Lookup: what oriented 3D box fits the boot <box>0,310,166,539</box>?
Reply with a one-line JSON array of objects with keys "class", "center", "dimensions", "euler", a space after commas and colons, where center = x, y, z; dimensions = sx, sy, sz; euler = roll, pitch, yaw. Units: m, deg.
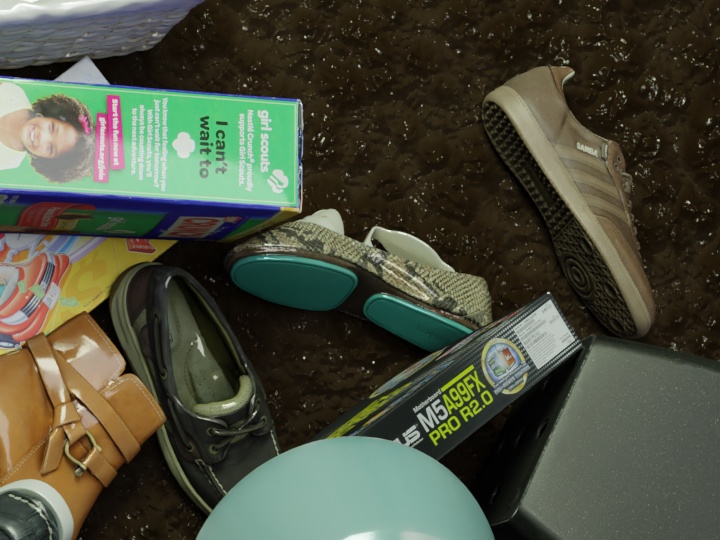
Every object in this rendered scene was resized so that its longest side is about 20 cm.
[{"class": "boot", "center": [-0.186, 0.140, 1.508], "dimensions": [0.155, 0.077, 0.201], "euler": [-36, 99, -24]}]

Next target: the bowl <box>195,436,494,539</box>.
[{"class": "bowl", "center": [0.003, 0.205, 1.346], "dimensions": [0.199, 0.105, 0.203], "euler": [-3, 102, -16]}]

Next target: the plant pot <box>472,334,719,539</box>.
[{"class": "plant pot", "center": [0.180, 0.151, 1.564], "dimensions": [0.176, 0.200, 0.201], "euler": [29, 73, -8]}]

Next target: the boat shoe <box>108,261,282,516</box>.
[{"class": "boat shoe", "center": [-0.097, 0.087, 1.541], "dimensions": [0.071, 0.066, 0.202], "euler": [-31, 102, -25]}]

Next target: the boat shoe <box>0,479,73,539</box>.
[{"class": "boat shoe", "center": [-0.260, 0.190, 1.426], "dimensions": [0.076, 0.200, 0.060], "euler": [51, 25, 0]}]

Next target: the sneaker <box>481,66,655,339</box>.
[{"class": "sneaker", "center": [0.165, -0.052, 1.660], "dimensions": [0.075, 0.070, 0.201], "euler": [-30, 91, -21]}]

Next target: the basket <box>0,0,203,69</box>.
[{"class": "basket", "center": [-0.214, -0.240, 1.524], "dimensions": [0.198, 0.161, 0.200], "euler": [-9, 83, -18]}]

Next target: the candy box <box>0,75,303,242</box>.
[{"class": "candy box", "center": [-0.151, -0.065, 1.471], "dimensions": [0.198, 0.169, 0.078], "euler": [1, 83, -17]}]

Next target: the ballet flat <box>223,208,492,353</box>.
[{"class": "ballet flat", "center": [0.000, 0.000, 1.609], "dimensions": [0.199, 0.068, 0.076], "euler": [18, 53, -19]}]

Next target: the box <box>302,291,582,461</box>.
[{"class": "box", "center": [0.027, 0.098, 1.513], "dimensions": [0.200, 0.160, 0.044], "euler": [-34, 93, -38]}]

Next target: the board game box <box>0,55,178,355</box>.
[{"class": "board game box", "center": [-0.215, -0.027, 1.552], "dimensions": [0.200, 0.034, 0.135], "euler": [-40, 94, -20]}]
